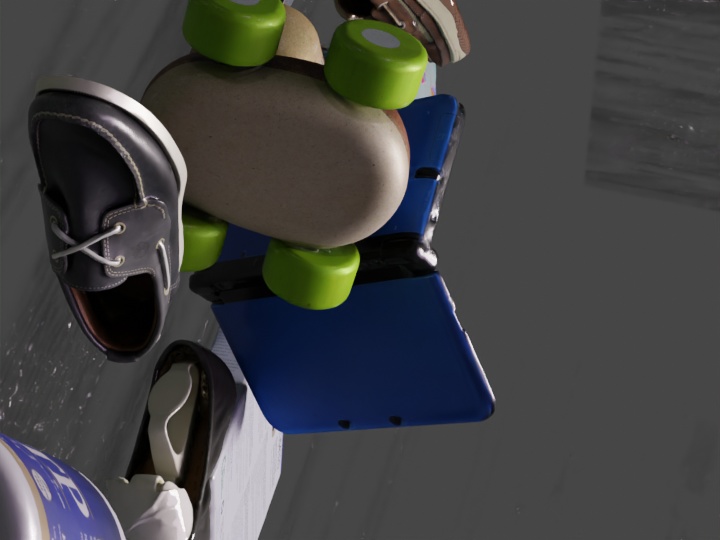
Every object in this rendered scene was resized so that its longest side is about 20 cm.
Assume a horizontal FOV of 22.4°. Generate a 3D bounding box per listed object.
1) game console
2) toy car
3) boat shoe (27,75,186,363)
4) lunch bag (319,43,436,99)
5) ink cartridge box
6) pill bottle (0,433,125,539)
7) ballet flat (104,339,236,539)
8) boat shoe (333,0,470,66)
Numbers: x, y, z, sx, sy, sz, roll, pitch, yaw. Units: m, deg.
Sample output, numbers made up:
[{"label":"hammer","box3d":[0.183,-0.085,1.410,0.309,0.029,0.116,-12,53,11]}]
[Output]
[{"label":"game console","box3d":[0.000,0.000,1.169,0.118,0.199,0.171,38,57,-38]},{"label":"toy car","box3d":[-0.044,-0.106,1.089,0.200,0.157,0.165,-82,-171,-60]},{"label":"boat shoe","box3d":[-0.127,-0.024,0.915,0.200,0.071,0.068,86,15,-59]},{"label":"lunch bag","box3d":[-0.012,-0.061,1.314,0.170,0.121,0.201,-26,121,-77]},{"label":"ink cartridge box","box3d":[-0.096,0.143,1.295,0.200,0.043,0.197,-73,170,-50]},{"label":"pill bottle","box3d":[-0.164,0.129,0.770,0.200,0.119,0.120,59,44,-74]},{"label":"ballet flat","box3d":[-0.124,0.128,1.118,0.069,0.068,0.201,70,22,-51]},{"label":"boat shoe","box3d":[0.016,-0.193,1.201,0.202,0.075,0.075,57,13,-60]}]
